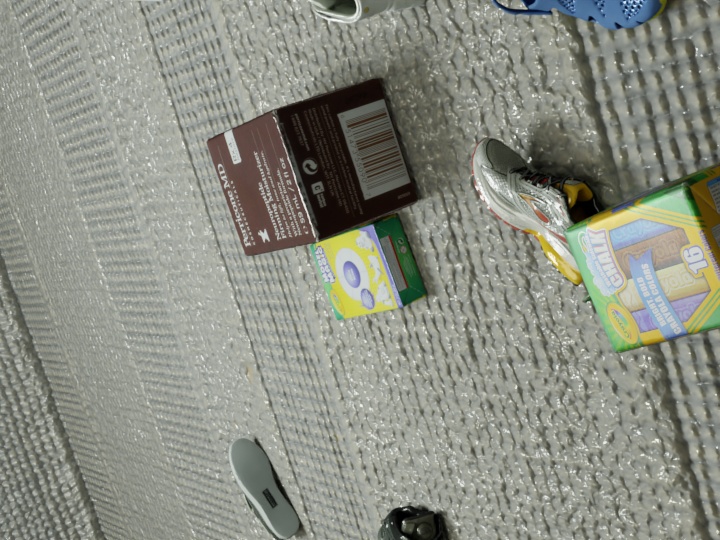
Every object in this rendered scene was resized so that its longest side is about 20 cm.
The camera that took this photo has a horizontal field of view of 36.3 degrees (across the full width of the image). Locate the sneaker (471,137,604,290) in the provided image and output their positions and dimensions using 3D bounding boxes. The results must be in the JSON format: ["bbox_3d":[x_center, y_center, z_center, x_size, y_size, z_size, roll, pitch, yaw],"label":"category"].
[{"bbox_3d":[0.199,-0.075,1.133,0.200,0.078,0.083,43,138,19],"label":"sneaker"}]

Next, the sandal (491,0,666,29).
[{"bbox_3d":[0.190,-0.260,1.008,0.199,0.087,0.080,20,124,48],"label":"sandal"}]

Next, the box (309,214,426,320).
[{"bbox_3d":[0.000,0.000,1.494,0.199,0.048,0.118,-16,96,60],"label":"box"}]

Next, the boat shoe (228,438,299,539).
[{"bbox_3d":[-0.186,0.403,2.006,0.201,0.070,0.064,60,147,7],"label":"boat shoe"}]

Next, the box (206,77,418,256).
[{"bbox_3d":[-0.063,-0.127,1.394,0.199,0.163,0.168,-9,102,58],"label":"box"}]

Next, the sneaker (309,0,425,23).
[{"bbox_3d":[-0.028,-0.347,1.251,0.200,0.115,0.074,41,142,37],"label":"sneaker"}]

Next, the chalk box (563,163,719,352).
[{"bbox_3d":[0.277,-0.013,0.982,0.199,0.124,0.125,-23,91,57],"label":"chalk box"}]

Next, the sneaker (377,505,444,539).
[{"bbox_3d":[0.098,0.424,1.587,0.200,0.076,0.115,55,153,28],"label":"sneaker"}]
